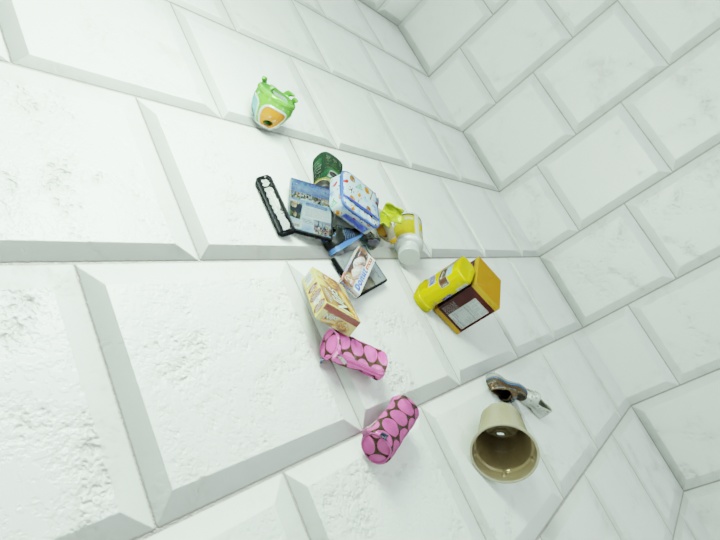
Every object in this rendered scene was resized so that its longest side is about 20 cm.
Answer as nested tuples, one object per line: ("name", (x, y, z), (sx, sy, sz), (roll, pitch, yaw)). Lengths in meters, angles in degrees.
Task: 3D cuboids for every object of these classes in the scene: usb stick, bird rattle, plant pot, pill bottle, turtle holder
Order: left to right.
("turtle holder", (-0.300, -0.544, 1.698), (0.186, 0.132, 0.140), (45, 22, 27))
("usb stick", (-0.247, -0.187, 1.503), (0.055, 0.033, 0.201), (-19, 72, -22))
("bird rattle", (0.066, -0.174, 1.848), (0.112, 0.200, 0.164), (-32, 120, -22))
("pill bottle", (0.177, -0.117, 1.933), (0.111, 0.111, 0.201), (36, 35, -26))
("plant pot", (0.438, 0.511, 1.605), (0.201, 0.200, 0.184), (50, 20, -5))

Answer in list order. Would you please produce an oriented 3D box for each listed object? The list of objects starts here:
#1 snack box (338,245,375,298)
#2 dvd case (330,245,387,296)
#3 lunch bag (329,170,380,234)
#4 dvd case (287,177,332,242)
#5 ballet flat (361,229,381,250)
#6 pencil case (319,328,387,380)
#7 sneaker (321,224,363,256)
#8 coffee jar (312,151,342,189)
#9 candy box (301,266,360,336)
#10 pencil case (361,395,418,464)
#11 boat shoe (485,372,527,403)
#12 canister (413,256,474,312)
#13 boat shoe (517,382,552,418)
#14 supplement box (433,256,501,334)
("snack box", (-0.008, 0.001, 1.584), (0.072, 0.024, 0.200), (44, 33, -13))
("dvd case", (0.000, 0.000, 1.653), (0.143, 0.018, 0.200), (55, 31, 6))
("lunch bag", (-0.014, -0.211, 1.667), (0.199, 0.075, 0.161), (30, 45, -40))
("dvd case", (-0.151, -0.186, 1.585), (0.142, 0.018, 0.201), (14, 54, -22))
("ballet flat", (0.002, -0.164, 1.786), (0.201, 0.072, 0.072), (52, 31, -2))
("pencil case", (-0.013, 0.226, 1.362), (0.199, 0.091, 0.094), (26, 5, -34))
("sneaker", (-0.057, -0.113, 1.656), (0.078, 0.070, 0.200), (58, 31, -3))
("coffee jar", (-0.112, -0.302, 1.754), (0.104, 0.085, 0.201), (32, 37, -31))
("candy box", (-0.081, 0.079, 1.379), (0.115, 0.055, 0.200), (32, 15, -29))
("pencil case", (0.075, 0.389, 1.306), (0.094, 0.091, 0.200), (45, 28, 8))
("boat shoe", (0.533, 0.445, 1.900), (0.199, 0.072, 0.073), (26, 44, -22))
("canister", (0.298, 0.047, 1.845), (0.087, 0.200, 0.149), (50, 31, -5))
("boat shoe", (0.668, 0.493, 2.022), (0.200, 0.069, 0.071), (41, 35, -18))
("supplement box", (0.399, 0.092, 1.935), (0.133, 0.200, 0.198), (45, 32, -12))
